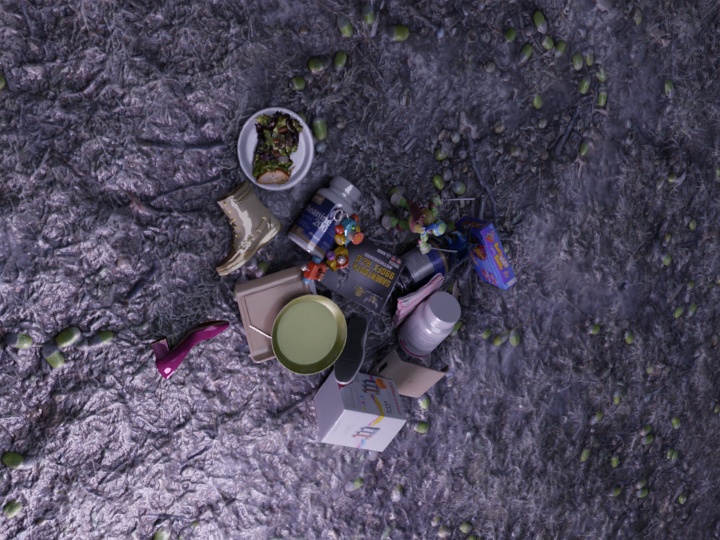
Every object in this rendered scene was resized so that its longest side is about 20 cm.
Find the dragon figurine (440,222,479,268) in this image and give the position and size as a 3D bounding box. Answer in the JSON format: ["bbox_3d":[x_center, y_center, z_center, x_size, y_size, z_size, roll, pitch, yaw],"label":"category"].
[{"bbox_3d":[0.288,-0.072,1.794,0.059,0.200,0.100,-36,92,-31],"label":"dragon figurine"}]

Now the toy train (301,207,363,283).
[{"bbox_3d":[-0.060,-0.049,1.580,0.202,0.055,0.150,-61,155,9],"label":"toy train"}]

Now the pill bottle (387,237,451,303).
[{"bbox_3d":[0.142,0.003,1.766,0.198,0.112,0.113,-31,113,-15],"label":"pill bottle"}]

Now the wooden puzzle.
[{"bbox_3d":[-0.205,0.106,1.599,0.183,0.037,0.203,-17,104,-20],"label":"wooden puzzle"}]

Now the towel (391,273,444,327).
[{"bbox_3d":[0.154,0.083,1.769,0.145,0.200,0.030,-33,74,-15],"label":"towel"}]

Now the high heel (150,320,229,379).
[{"bbox_3d":[-0.406,0.190,1.576,0.197,0.067,0.098,-18,100,-5],"label":"high heel"}]

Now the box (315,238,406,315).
[{"bbox_3d":[0.000,0.000,1.681,0.198,0.048,0.160,28,89,5],"label":"box"}]

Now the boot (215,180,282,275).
[{"bbox_3d":[-0.304,-0.102,1.553,0.200,0.073,0.156,-43,116,-12],"label":"boot"}]

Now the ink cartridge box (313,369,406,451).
[{"bbox_3d":[-0.002,0.378,1.743,0.198,0.146,0.145,17,123,-28],"label":"ink cartridge box"}]

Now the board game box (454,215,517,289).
[{"bbox_3d":[0.359,-0.051,1.843,0.045,0.134,0.202,-35,114,-13],"label":"board game box"}]

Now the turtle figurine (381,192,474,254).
[{"bbox_3d":[0.169,-0.127,1.715,0.199,0.192,0.146,-27,130,-42],"label":"turtle figurine"}]

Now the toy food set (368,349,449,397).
[{"bbox_3d":[0.139,0.291,1.839,0.198,0.061,0.144,17,134,-28],"label":"toy food set"}]

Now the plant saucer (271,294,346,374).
[{"bbox_3d":[-0.130,0.157,1.601,0.197,0.031,0.203,-3,99,-22],"label":"plant saucer"}]

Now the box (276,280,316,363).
[{"bbox_3d":[-0.173,0.127,1.690,0.143,0.036,0.203,-18,108,-20],"label":"box"}]

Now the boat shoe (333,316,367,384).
[{"bbox_3d":[-0.020,0.219,1.716,0.073,0.204,0.065,4,140,12],"label":"boat shoe"}]

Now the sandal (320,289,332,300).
[{"bbox_3d":[-0.070,0.137,1.723,0.044,0.075,0.203,-16,116,-17],"label":"sandal"}]

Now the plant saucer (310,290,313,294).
[{"bbox_3d":[-0.200,0.120,1.638,0.197,0.034,0.204,-6,105,-23],"label":"plant saucer"}]

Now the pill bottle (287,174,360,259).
[{"bbox_3d":[-0.087,-0.136,1.625,0.111,0.111,0.201,37,85,-27],"label":"pill bottle"}]

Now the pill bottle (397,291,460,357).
[{"bbox_3d":[0.189,0.148,1.764,0.112,0.201,0.115,11,55,-16],"label":"pill bottle"}]

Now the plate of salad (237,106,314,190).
[{"bbox_3d":[-0.202,-0.295,1.570,0.197,0.048,0.203,-6,104,-23],"label":"plate of salad"}]
